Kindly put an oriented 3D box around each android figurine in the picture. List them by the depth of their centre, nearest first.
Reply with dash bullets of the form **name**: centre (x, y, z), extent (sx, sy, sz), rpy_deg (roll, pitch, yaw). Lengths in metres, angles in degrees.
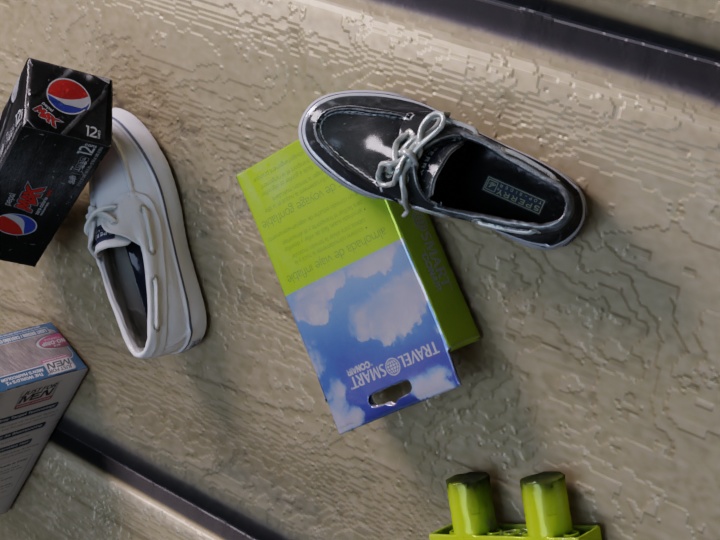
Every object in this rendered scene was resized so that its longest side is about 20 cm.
- **android figurine**: centre (0.114, 0.236, 1.018), extent (0.182, 0.041, 0.201), rpy_deg (-9, 95, 38)

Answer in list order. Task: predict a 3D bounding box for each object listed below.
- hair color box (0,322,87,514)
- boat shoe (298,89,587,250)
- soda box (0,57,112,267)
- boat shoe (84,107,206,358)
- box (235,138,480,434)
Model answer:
- **hair color box**: centre (-0.324, 0.140, 1.298), extent (0.061, 0.100, 0.200), rpy_deg (48, 124, 20)
- **boat shoe**: centre (0.045, -0.066, 0.951), extent (0.199, 0.068, 0.074), rpy_deg (28, 93, 16)
- **soda box**: centre (-0.256, -0.079, 1.171), extent (0.200, 0.071, 0.064), rpy_deg (-45, 39, 50)
- **boat shoe**: centre (-0.179, -0.029, 1.166), extent (0.073, 0.065, 0.201), rpy_deg (-25, 84, 40)
- **box**: centre (0.000, 0.000, 1.045), extent (0.122, 0.048, 0.201), rpy_deg (-26, 84, 38)
